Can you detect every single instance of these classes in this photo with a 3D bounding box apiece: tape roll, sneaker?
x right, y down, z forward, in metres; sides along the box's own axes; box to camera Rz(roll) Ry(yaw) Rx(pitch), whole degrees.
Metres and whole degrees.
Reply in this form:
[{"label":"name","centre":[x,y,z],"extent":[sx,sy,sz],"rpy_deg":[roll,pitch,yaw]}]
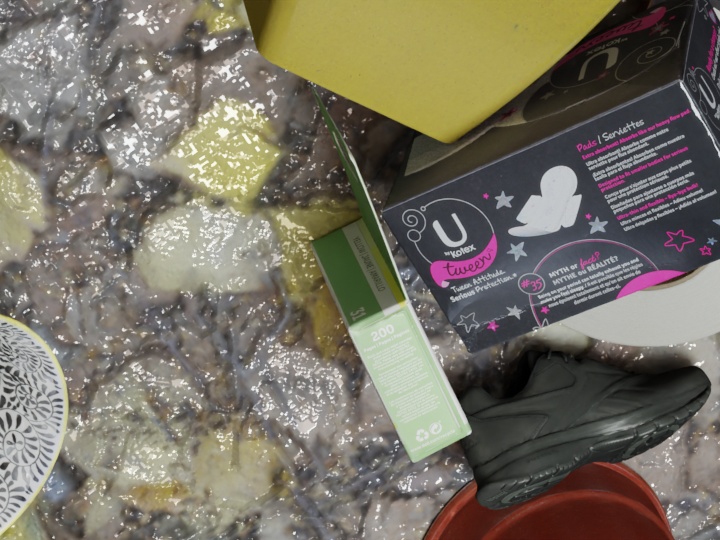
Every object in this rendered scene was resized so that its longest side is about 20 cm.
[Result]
[{"label":"tape roll","centre":[0.180,-0.042,1.357],"extent":[0.201,0.037,0.204],"rpy_deg":[6,126,8]},{"label":"sneaker","centre":[0.151,0.089,1.425],"extent":[0.199,0.076,0.091],"rpy_deg":[-16,70,-30]}]

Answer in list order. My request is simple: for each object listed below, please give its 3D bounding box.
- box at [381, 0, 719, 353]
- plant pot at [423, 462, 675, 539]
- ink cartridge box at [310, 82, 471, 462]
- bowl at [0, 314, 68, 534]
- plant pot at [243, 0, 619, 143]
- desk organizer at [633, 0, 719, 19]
[{"label":"box","centre":[0.132,-0.061,1.251],"extent":[0.199,0.132,0.115],"rpy_deg":[-22,114,25]},{"label":"plant pot","centre":[0.156,0.251,1.421],"extent":[0.199,0.195,0.202],"rpy_deg":[-5,111,-15]},{"label":"ink cartridge box","centre":[0.000,0.000,1.308],"extent":[0.048,0.146,0.201],"rpy_deg":[-26,115,-1]},{"label":"bowl","centre":[-0.285,0.085,1.270],"extent":[0.200,0.094,0.202],"rpy_deg":[-23,134,-25]},{"label":"plant pot","centre":[0.030,-0.197,1.229],"extent":[0.199,0.200,0.177],"rpy_deg":[23,114,-23]},{"label":"desk organizer","centre":[0.254,-0.104,1.382],"extent":[0.199,0.077,0.072],"rpy_deg":[29,66,-8]}]
